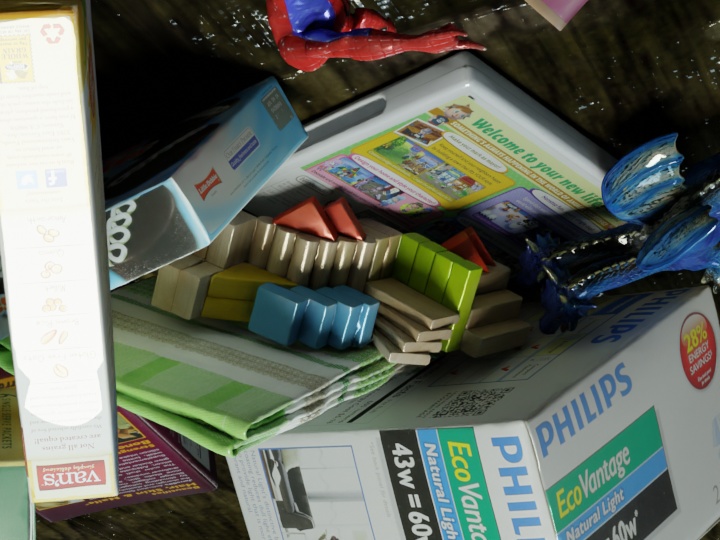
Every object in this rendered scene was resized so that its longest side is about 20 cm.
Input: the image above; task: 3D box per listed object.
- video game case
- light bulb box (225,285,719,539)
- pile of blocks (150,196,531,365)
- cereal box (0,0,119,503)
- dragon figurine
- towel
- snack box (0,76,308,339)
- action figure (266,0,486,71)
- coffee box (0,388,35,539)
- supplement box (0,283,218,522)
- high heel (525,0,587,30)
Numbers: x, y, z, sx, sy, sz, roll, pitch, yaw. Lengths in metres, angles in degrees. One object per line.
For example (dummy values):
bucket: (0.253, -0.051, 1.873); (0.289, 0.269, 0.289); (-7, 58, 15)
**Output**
video game case: (0.033, -0.035, 0.996); (0.182, 0.022, 0.200); (-22, 150, 29)
light bulb box: (0.072, 0.102, 1.028); (0.200, 0.125, 0.198); (-6, -164, 40)
pile of blocks: (0.000, 0.000, 0.948); (0.200, 0.082, 0.062); (4, 113, -28)
cereal box: (-0.115, -0.035, 0.716); (0.039, 0.144, 0.200); (-4, 121, -7)
dragon figurine: (0.159, -0.032, 0.949); (0.099, 0.059, 0.200); (-5, 152, -40)
towel: (-0.067, 0.041, 0.949); (0.149, 0.031, 0.200); (16, -162, 25)
snack box: (-0.129, -0.017, 0.892); (0.200, 0.116, 0.037); (-23, 106, 30)
action figure: (-0.023, -0.130, 0.722); (0.099, 0.065, 0.200); (-7, 158, 29)
coffee box: (-0.231, 0.082, 0.773); (0.200, 0.044, 0.123); (0, -170, -9)
supplement box: (-0.165, 0.066, 1.082); (0.110, 0.086, 0.200); (-12, 154, 10)
high heel: (0.051, -0.172, 0.696); (0.096, 0.067, 0.200); (-46, 140, 10)
